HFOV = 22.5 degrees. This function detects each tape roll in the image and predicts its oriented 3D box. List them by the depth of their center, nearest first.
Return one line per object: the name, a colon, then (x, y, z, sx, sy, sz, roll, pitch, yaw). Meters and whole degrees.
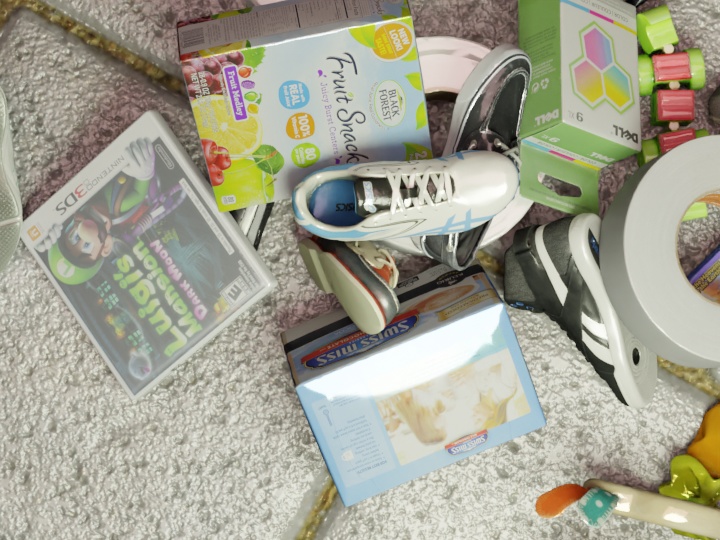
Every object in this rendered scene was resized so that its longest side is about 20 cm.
tape roll: (0.315, -0.015, 1.600, 0.199, 0.066, 0.202, 2, 81, -13)
tape roll: (0.073, -0.112, 1.676, 0.201, 0.071, 0.204, 0, 88, -1)

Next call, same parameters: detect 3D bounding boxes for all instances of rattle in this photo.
rattle: (0.262, 0.171, 1.619, 0.199, 0.130, 0.144, 18, 101, -21)

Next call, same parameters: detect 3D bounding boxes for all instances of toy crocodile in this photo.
toy crocodile: (0.290, -0.145, 1.680, 0.067, 0.062, 0.202, -6, 88, 0)

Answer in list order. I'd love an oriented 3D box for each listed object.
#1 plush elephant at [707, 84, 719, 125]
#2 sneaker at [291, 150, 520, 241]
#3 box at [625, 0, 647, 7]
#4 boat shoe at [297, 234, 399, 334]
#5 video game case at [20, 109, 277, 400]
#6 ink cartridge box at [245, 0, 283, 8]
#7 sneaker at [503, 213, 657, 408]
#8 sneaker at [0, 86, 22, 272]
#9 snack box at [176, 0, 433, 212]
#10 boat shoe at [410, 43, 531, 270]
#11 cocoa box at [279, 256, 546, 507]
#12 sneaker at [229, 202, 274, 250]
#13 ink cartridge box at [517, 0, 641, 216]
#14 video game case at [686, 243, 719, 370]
plush elephant: (0.449, -0.164, 1.640, 0.155, 0.200, 0.165, 40, 81, -17)
sneaker: (0.037, -0.062, 1.538, 0.199, 0.072, 0.072, -8, 91, 14)
box: (0.296, -0.363, 1.667, 0.199, 0.104, 0.148, -34, 88, -2)
boat shoe: (0.000, 0.000, 1.613, 0.062, 0.200, 0.072, -23, 110, -10)
video game case: (-0.199, -0.013, 1.657, 0.182, 0.023, 0.200, -39, 81, 18)
ink cartridge box: (-0.009, -0.282, 1.644, 0.200, 0.145, 0.084, -43, 87, -1)
sneaker: (0.198, 0.039, 1.677, 0.111, 0.073, 0.201, -7, 117, 35)
sneaker: (-0.348, -0.092, 1.680, 0.070, 0.080, 0.202, 1, 107, -7)
snack box: (-0.045, -0.150, 1.563, 0.199, 0.068, 0.169, -13, 132, -1)
boat shoe: (0.110, -0.097, 1.583, 0.068, 0.072, 0.201, 33, 102, 43)
cocoa box: (0.045, 0.097, 1.619, 0.199, 0.131, 0.134, -22, 111, -1)
sneaker: (-0.130, -0.050, 1.673, 0.082, 0.072, 0.201, 18, 88, 2)
ink cartridge box: (0.198, -0.156, 1.632, 0.103, 0.059, 0.201, 16, 67, -37)
video game case: (0.409, 0.029, 1.671, 0.200, 0.045, 0.181, -43, 90, -9)
